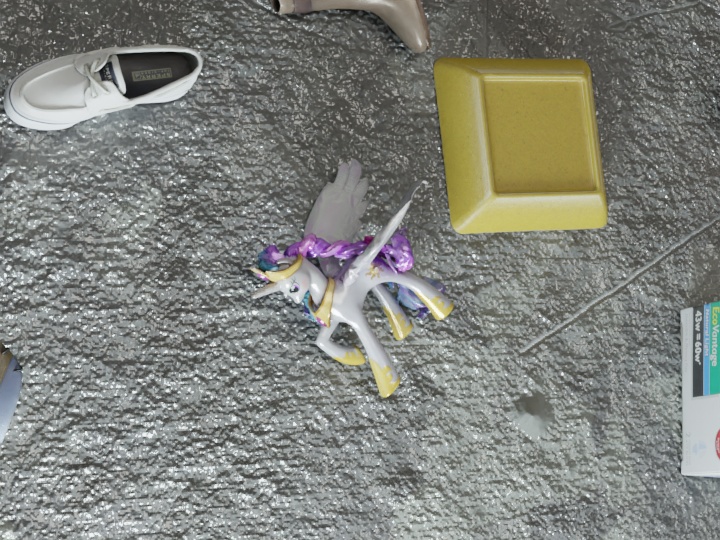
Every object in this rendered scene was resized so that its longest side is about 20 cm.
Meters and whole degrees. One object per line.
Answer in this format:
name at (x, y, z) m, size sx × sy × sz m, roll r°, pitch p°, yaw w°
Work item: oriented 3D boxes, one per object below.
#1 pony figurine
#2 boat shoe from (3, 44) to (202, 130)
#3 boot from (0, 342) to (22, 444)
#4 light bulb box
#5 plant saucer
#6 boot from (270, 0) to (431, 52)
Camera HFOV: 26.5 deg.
pony figurine at (0.000, 0.000, 1.557) m, size 0.200 × 0.167 × 0.193 m, roll 44°, pitch 75°, yaw -27°
boat shoe at (-0.253, -0.192, 1.516) m, size 0.200 × 0.065 × 0.074 m, roll -19°, pitch 89°, yaw -24°
boot at (-0.356, 0.071, 1.434) m, size 0.097 × 0.075 × 0.200 m, roll 25°, pitch 79°, yaw -29°
light bulb box at (0.477, 0.138, 1.729) m, size 0.200 × 0.125 × 0.198 m, roll 6°, pitch 79°, yaw -21°
plant saucer at (0.189, -0.146, 1.703) m, size 0.200 × 0.048 × 0.200 m, roll -3°, pitch 82°, yaw -22°
boot at (-0.025, -0.305, 1.638) m, size 0.146 × 0.070 × 0.200 m, roll -24°, pitch 89°, yaw -18°
